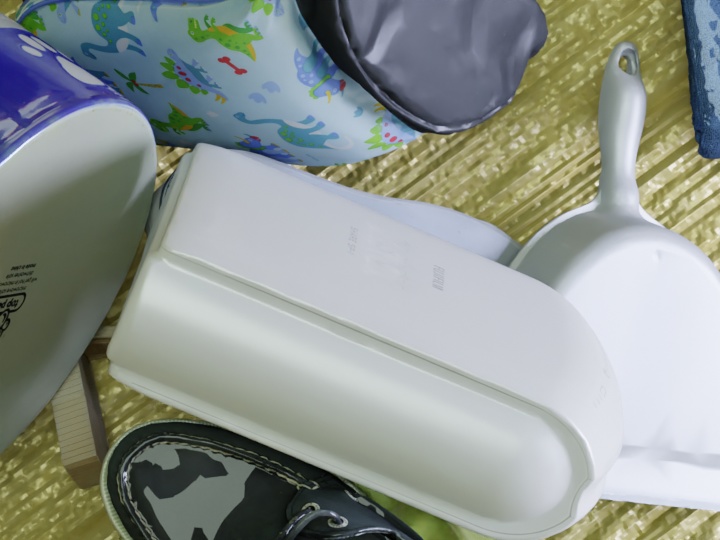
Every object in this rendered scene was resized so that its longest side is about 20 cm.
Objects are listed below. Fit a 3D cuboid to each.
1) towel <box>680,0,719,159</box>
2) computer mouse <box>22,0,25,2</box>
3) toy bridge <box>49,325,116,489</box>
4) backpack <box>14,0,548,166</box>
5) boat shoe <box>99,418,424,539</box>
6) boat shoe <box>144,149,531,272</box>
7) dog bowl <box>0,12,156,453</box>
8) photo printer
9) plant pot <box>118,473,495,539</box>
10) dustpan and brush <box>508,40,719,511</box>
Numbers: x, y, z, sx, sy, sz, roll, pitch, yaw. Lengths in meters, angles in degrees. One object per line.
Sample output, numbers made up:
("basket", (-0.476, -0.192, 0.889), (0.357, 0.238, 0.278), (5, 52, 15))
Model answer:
("towel", (0.241, -0.108, 1.295), (0.199, 0.049, 0.112), (-4, 82, -3))
("computer mouse", (-0.156, -0.126, 1.300), (0.059, 0.034, 0.200), (-22, 87, -31))
("toy bridge", (-0.123, 0.060, 1.259), (0.200, 0.027, 0.067), (-19, 57, 6))
("backpack", (-0.050, -0.118, 1.222), (0.200, 0.163, 0.154), (26, 79, 36))
("boat shoe", (-0.010, 0.117, 1.061), (0.199, 0.066, 0.075), (39, 82, 4))
("boat shoe", (0.000, 0.000, 1.265), (0.200, 0.065, 0.074), (27, 74, -18))
("dog bowl", (-0.172, -0.003, 1.170), (0.079, 0.200, 0.200), (32, 82, 18))
("photo printer", (0.008, 0.029, 1.128), (0.200, 0.166, 0.070), (23, 107, -4))
("plant pot", (-0.017, 0.150, 1.183), (0.200, 0.184, 0.201), (0, 82, -1))
("dustpan and brush", (0.115, -0.002, 1.267), (0.139, 0.057, 0.201), (8, 89, -25))
